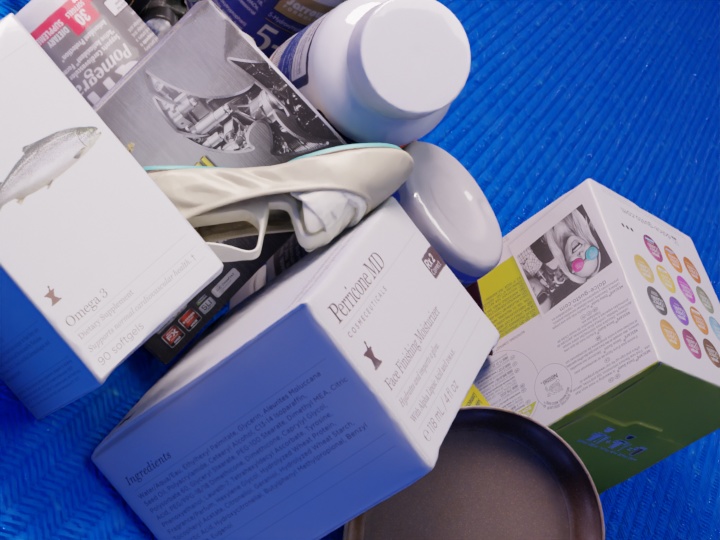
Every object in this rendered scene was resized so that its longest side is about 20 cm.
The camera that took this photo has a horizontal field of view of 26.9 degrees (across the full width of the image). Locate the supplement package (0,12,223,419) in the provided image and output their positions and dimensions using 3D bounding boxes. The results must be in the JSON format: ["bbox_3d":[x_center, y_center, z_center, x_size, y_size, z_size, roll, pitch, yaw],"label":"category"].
[{"bbox_3d":[-0.204,-0.029,0.915,0.200,0.117,0.117,50,57,-8],"label":"supplement package"}]

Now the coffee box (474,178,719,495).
[{"bbox_3d":[0.220,0.071,1.420,0.199,0.200,0.198,21,43,-46],"label":"coffee box"}]

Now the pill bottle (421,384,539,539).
[{"bbox_3d":[0.079,0.165,1.187,0.200,0.112,0.112,51,28,-8],"label":"pill bottle"}]

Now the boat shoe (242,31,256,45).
[{"bbox_3d":[-0.113,-0.163,1.194,0.074,0.069,0.200,51,-8,-17],"label":"boat shoe"}]

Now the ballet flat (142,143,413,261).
[{"bbox_3d":[-0.058,-0.039,0.999,0.069,0.199,0.070,173,-90,-81],"label":"ballet flat"}]

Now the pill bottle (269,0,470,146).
[{"bbox_3d":[0.004,-0.141,1.107,0.111,0.200,0.111,1,87,-20],"label":"pill bottle"}]

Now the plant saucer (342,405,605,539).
[{"bbox_3d":[0.082,0.199,1.114,0.200,0.200,0.032,51,-10,-8],"label":"plant saucer"}]

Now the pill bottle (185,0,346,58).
[{"bbox_3d":[-0.070,-0.253,1.307,0.119,0.200,0.120,30,34,-23],"label":"pill bottle"}]

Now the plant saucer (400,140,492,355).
[{"bbox_3d":[0.052,-0.042,1.347,0.200,0.037,0.200,74,-9,-51],"label":"plant saucer"}]

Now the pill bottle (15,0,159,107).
[{"bbox_3d":[-0.174,-0.117,1.104,0.200,0.111,0.111,48,28,-13],"label":"pill bottle"}]

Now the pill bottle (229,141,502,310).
[{"bbox_3d":[0.000,0.000,1.153,0.114,0.200,0.114,37,33,-30],"label":"pill bottle"}]

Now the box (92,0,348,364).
[{"bbox_3d":[-0.123,-0.062,1.040,0.158,0.200,0.048,47,-7,-17],"label":"box"}]

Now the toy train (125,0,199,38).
[{"bbox_3d":[-0.196,-0.274,1.284,0.114,0.085,0.200,23,40,-30],"label":"toy train"}]

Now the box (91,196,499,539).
[{"bbox_3d":[-0.037,0.081,1.003,0.131,0.200,0.199,51,27,-7],"label":"box"}]
